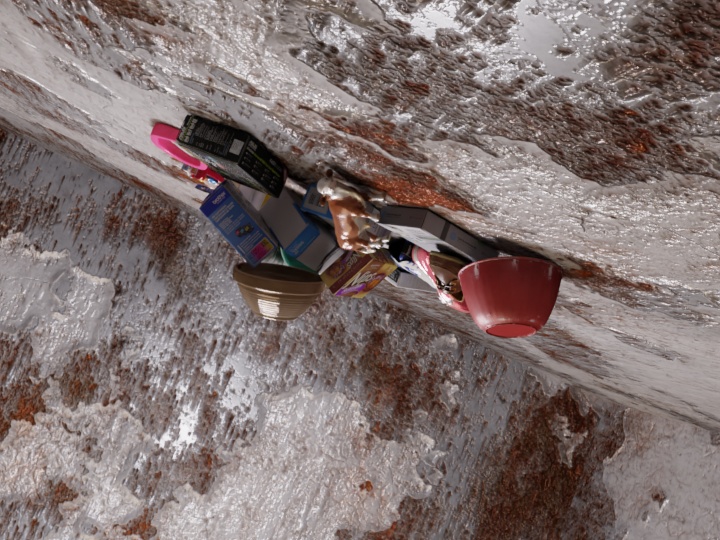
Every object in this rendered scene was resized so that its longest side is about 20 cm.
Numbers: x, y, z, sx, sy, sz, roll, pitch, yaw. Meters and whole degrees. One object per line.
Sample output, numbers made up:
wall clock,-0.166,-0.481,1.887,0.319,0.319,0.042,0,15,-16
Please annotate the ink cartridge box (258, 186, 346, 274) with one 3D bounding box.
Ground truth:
ink cartridge box,-0.112,-0.076,1.648,0.199,0.084,0.145,35,-165,-49

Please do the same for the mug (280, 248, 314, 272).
mug,-0.115,-0.058,1.924,0.183,0.153,0.114,35,-176,-6

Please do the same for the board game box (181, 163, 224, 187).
board game box,-0.396,-0.242,1.959,0.196,0.040,0.158,24,174,-4

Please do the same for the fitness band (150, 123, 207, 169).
fitness band,-0.406,-0.278,1.695,0.141,0.038,0.200,25,173,-13

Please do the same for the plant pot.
plant pot,-0.176,0.048,1.579,0.196,0.095,0.201,10,-171,-2

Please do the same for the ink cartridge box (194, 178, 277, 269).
ink cartridge box,-0.263,-0.114,1.574,0.201,0.076,0.137,51,-176,-14

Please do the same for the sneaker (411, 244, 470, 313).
sneaker,0.188,0.021,1.609,0.200,0.074,0.087,46,175,-11

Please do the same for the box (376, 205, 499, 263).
box,0.149,-0.063,1.452,0.198,0.042,0.155,28,173,-30

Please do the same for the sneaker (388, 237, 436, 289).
sneaker,0.139,-0.020,1.686,0.196,0.082,0.115,22,177,23

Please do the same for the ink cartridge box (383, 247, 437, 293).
ink cartridge box,0.106,-0.005,1.874,0.197,0.044,0.197,13,-164,-43

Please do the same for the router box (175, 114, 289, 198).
router box,-0.245,-0.220,1.463,0.147,0.063,0.200,21,174,21

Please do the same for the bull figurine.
bull figurine,-0.012,-0.105,1.392,0.119,0.066,0.202,14,149,18

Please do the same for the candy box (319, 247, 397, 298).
candy box,0.000,0.000,1.623,0.057,0.116,0.200,52,-169,13

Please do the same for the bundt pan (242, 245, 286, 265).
bundt pan,-0.229,-0.090,1.983,0.075,0.207,0.200,-9,153,43

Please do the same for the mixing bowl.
mixing bowl,0.277,0.060,1.390,0.195,0.111,0.201,4,161,1

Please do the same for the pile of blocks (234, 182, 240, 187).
pile of blocks,-0.261,-0.181,1.882,0.197,0.063,0.082,26,173,-23

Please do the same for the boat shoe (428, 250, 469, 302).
boat shoe,0.183,0.014,1.483,0.071,0.069,0.199,19,173,29

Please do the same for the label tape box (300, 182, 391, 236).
label tape box,-0.015,-0.106,1.589,0.141,0.067,0.199,20,172,33

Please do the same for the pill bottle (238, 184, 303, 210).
pill bottle,-0.205,-0.138,1.784,0.196,0.117,0.114,24,174,-13
